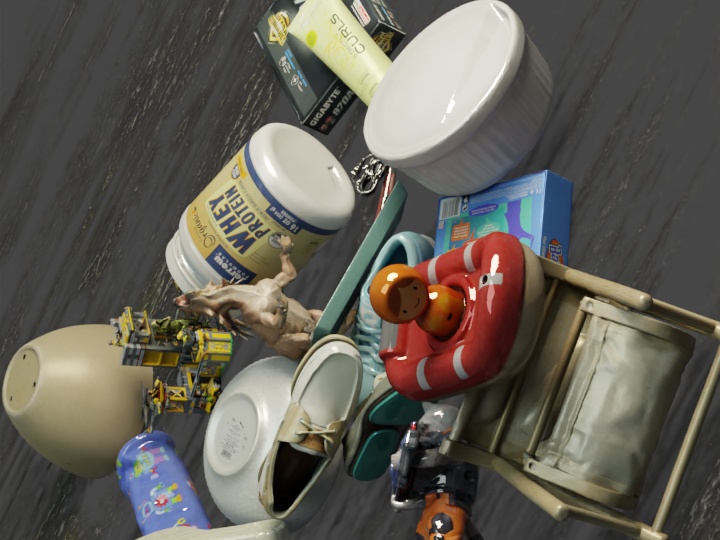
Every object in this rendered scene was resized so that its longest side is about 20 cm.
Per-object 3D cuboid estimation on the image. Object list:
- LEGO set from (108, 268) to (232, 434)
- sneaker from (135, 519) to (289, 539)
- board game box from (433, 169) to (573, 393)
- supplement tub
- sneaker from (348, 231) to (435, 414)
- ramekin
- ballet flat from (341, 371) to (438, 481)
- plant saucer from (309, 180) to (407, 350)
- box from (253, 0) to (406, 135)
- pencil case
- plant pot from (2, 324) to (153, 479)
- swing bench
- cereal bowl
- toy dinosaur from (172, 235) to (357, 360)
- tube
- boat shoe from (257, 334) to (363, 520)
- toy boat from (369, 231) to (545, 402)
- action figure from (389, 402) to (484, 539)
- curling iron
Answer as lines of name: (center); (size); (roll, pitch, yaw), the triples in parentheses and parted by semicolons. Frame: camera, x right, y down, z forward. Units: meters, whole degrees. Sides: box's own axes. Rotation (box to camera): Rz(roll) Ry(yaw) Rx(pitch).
LEGO set: (-0.231, 0.079, 1.895); (0.201, 0.115, 0.154); (-105, 28, -42)
sneaker: (-0.161, 0.333, 1.726); (0.198, 0.077, 0.112); (-9, 97, 17)
board game box: (0.133, 0.015, 1.585); (0.151, 0.045, 0.202); (-12, 65, 47)
supplement tub: (-0.116, -0.053, 1.834); (0.200, 0.144, 0.145); (-44, 45, 29)
sneaker: (0.016, 0.051, 1.669); (0.073, 0.082, 0.202); (18, 88, 31)
ramekin: (0.106, -0.166, 1.625); (0.202, 0.094, 0.203); (-34, 34, 27)
ballet flat: (0.025, 0.137, 1.606); (0.200, 0.067, 0.064); (119, 147, -47)
plant saucer: (0.000, 0.000, 1.684); (0.201, 0.019, 0.070); (-60, -8, -28)
box: (-0.040, -0.283, 1.922); (0.159, 0.046, 0.201); (-49, 43, 23)
pencil case: (-0.226, 0.278, 1.871); (0.086, 0.078, 0.200); (-29, 43, -4)
plant pot: (-0.378, 0.155, 2.065); (0.200, 0.134, 0.202); (-24, 56, 43)
swing bench: (0.196, 0.107, 1.408); (0.200, 0.129, 0.200); (24, 94, 59)
cereal bowl: (-0.109, 0.187, 1.771); (0.199, 0.083, 0.202); (-23, 57, 42)
toy dinosaur: (-0.090, 0.057, 1.747); (0.135, 0.200, 0.086); (-39, 11, 45)
tube: (-0.007, -0.237, 1.805); (0.058, 0.052, 0.200); (-33, 64, -13)
boat shoe: (-0.047, 0.163, 1.634); (0.069, 0.074, 0.201); (-99, 28, -66)
toy boat: (0.066, 0.032, 1.405); (0.199, 0.130, 0.132); (-23, 54, 51)
action figure: (0.079, 0.222, 1.532); (0.200, 0.104, 0.195); (97, 172, -76)
curling iron: (0.010, -0.032, 1.765); (0.049, 0.026, 0.202); (0, 75, 11)
